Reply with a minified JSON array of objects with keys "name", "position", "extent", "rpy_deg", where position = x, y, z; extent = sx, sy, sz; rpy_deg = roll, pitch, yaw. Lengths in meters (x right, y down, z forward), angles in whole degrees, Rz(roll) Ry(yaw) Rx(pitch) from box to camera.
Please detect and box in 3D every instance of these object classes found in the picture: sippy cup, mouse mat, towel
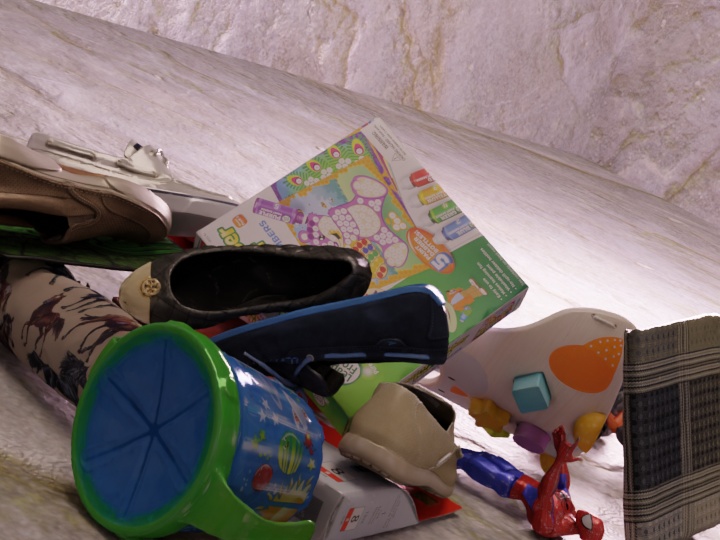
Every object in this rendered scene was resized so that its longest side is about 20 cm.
[{"name":"sippy cup","position":[-0.097,0.114,1.079],"extent":[0.139,0.179,0.130],"rpy_deg":[-24,-29,33]},{"name":"mouse mat","position":[-0.232,-0.028,1.352],"extent":[0.199,0.008,0.161],"rpy_deg":[8,15,-35]},{"name":"towel","position":[0.267,0.137,1.410],"extent":[0.034,0.194,0.199],"rpy_deg":[-2,1,34]}]

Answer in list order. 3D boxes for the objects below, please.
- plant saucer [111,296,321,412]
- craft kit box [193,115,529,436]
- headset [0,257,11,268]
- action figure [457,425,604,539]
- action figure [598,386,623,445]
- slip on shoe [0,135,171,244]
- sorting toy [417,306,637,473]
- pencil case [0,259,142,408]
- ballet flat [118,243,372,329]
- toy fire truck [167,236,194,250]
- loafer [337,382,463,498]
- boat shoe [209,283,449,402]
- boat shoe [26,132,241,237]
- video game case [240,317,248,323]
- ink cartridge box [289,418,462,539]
[{"name":"plant saucer","position":[-0.087,0.077,1.414],"extent":[0.199,0.037,0.199],"rpy_deg":[7,14,-46]},{"name":"craft kit box","position":[0.000,0.000,1.339],"extent":[0.200,0.197,0.049],"rpy_deg":[49,-22,15]},{"name":"headset","position":[-0.355,-0.041,1.379],"extent":[0.199,0.095,0.123],"rpy_deg":[8,17,-27]},{"name":"action figure","position":[0.127,0.148,1.351],"extent":[0.199,0.100,0.065],"rpy_deg":[32,17,34]},{"name":"action figure","position":[0.261,0.130,1.628],"extent":[0.193,0.105,0.200],"rpy_deg":[34,18,17]},{"name":"slip on shoe","position":[-0.233,-0.047,1.296],"extent":[0.076,0.061,0.199],"rpy_deg":[-16,-27,36]},{"name":"sorting toy","position":[0.117,0.093,1.434],"extent":[0.179,0.108,0.200],"rpy_deg":[19,-23,-3]},{"name":"pencil case","position":[-0.207,0.050,1.238],"extent":[0.089,0.078,0.200],"rpy_deg":[-24,33,-30]},{"name":"ballet flat","position":[-0.090,0.005,1.264],"extent":[0.198,0.067,0.057],"rpy_deg":[-6,-17,6]},{"name":"toy fire truck","position":[-0.124,-0.011,1.494],"extent":[0.199,0.049,0.141],"rpy_deg":[-4,20,-37]},{"name":"loafer","position":[0.043,0.124,1.235],"extent":[0.075,0.069,0.200],"rpy_deg":[29,0,14]},{"name":"boat shoe","position":[-0.032,0.062,1.211],"extent":[0.199,0.069,0.084],"rpy_deg":[-14,-4,24]},{"name":"boat shoe","position":[-0.189,-0.077,1.399],"extent":[0.198,0.070,0.071],"rpy_deg":[10,-16,-13]},{"name":"video game case","position":[-0.030,0.047,1.526],"extent":[0.199,0.018,0.143],"rpy_deg":[10,11,-37]},{"name":"ink cartridge box","position":[-0.025,0.139,1.247],"extent":[0.162,0.050,0.199],"rpy_deg":[28,18,30]}]
